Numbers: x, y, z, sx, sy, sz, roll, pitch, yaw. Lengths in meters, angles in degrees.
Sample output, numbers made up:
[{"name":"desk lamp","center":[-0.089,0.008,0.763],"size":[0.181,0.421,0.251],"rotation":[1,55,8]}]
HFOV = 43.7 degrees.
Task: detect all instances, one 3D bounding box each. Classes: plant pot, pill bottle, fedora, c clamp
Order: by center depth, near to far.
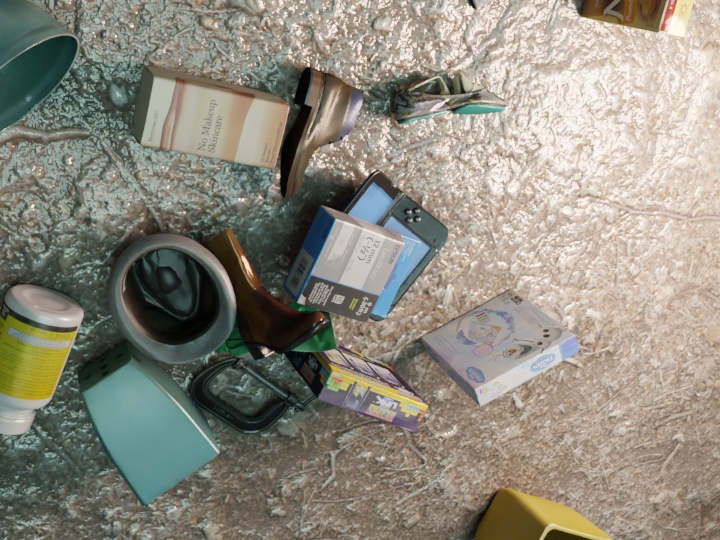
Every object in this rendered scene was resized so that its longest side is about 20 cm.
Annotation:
[{"name":"plant pot","center":[-0.469,-0.269,1.106],"size":[0.200,0.200,0.134],"rotation":[-43,94,-3]},{"name":"pill bottle","center":[-0.484,0.131,1.295],"size":[0.111,0.111,0.200],"rotation":[17,102,-29]},{"name":"fedora","center":[-0.283,0.032,1.348],"size":[0.177,0.090,0.200],"rotation":[-34,111,0]},{"name":"plant pot","center":[-0.340,0.221,1.388],"size":[0.141,0.141,0.200],"rotation":[-34,113,-8]},{"name":"c clamp","center":[-0.176,0.199,1.501],"size":[0.200,0.027,0.171],"rotation":[34,111,-30]},{"name":"plant pot","center":[0.339,0.542,1.782],"size":[0.195,0.200,0.194],"rotation":[22,101,-30]}]

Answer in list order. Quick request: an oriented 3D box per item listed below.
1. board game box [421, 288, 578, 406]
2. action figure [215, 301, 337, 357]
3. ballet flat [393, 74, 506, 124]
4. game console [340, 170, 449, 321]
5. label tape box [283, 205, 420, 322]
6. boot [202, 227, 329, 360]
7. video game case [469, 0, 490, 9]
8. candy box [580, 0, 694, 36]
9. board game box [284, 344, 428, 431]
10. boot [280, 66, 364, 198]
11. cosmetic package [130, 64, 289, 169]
[{"name":"board game box","center":[0.238,0.129,1.564],"size":[0.199,0.200,0.043],"rotation":[-26,120,-12]},{"name":"action figure","center":[-0.145,0.100,1.451],"size":[0.200,0.118,0.055],"rotation":[-12,145,-3]},{"name":"ballet flat","center":[0.144,-0.278,1.435],"size":[0.200,0.072,0.072],"rotation":[-10,115,-21]},{"name":"game console","center":[0.028,-0.034,1.445],"size":[0.171,0.118,0.200],"rotation":[38,94,-4]},{"name":"label tape box","center":[0.000,0.000,1.396],"size":[0.200,0.066,0.143],"rotation":[19,103,-31]},{"name":"boot","center":[-0.146,0.024,1.335],"size":[0.068,0.188,0.200],"rotation":[-30,96,-34]},{"name":"video game case","center":[0.197,-0.527,1.381],"size":[0.143,0.019,0.200],"rotation":[-34,120,-8]},{"name":"candy box","center":[0.439,-0.442,1.417],"size":[0.055,0.200,0.116],"rotation":[3,110,-26]},{"name":"board game box","center":[-0.009,0.183,1.498],"size":[0.200,0.165,0.057],"rotation":[24,100,-29]},{"name":"boot","center":[-0.060,-0.200,1.369],"size":[0.097,0.075,0.200],"rotation":[9,105,-24]},{"name":"cosmetic package","center":[-0.215,-0.218,1.284],"size":[0.200,0.087,0.104],"rotation":[6,109,-26]}]
